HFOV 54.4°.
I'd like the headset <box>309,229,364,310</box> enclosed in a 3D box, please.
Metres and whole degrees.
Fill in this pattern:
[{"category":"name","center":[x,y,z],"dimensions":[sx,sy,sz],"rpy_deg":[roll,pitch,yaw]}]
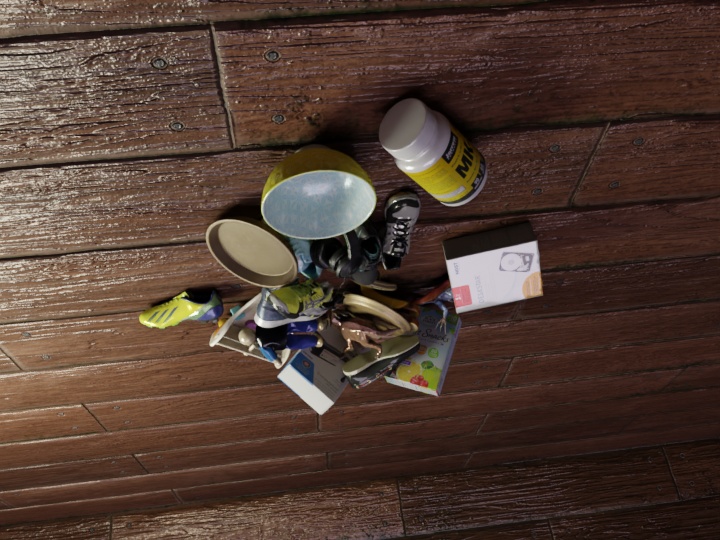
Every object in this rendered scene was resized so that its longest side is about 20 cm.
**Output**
[{"category":"headset","center":[-0.057,-0.020,1.391],"dimensions":[0.094,0.123,0.202],"rpy_deg":[-26,124,-33]}]

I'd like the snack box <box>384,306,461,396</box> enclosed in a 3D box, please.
[{"category":"snack box","center":[0.156,0.195,1.742],"dimensions":[0.141,0.201,0.053],"rpy_deg":[13,157,21]}]

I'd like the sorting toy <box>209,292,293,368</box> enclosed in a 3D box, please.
[{"category":"sorting toy","center":[-0.231,0.120,1.670],"dimensions":[0.199,0.107,0.180],"rpy_deg":[25,123,-35]}]

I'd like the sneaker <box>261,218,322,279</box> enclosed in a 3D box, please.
[{"category":"sneaker","center":[-0.129,-0.044,1.422],"dimensions":[0.073,0.083,0.200],"rpy_deg":[-23,147,22]}]

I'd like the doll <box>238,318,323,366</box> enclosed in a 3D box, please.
[{"category":"doll","center":[-0.186,0.155,1.634],"dimensions":[0.198,0.138,0.048],"rpy_deg":[1,-175,-26]}]

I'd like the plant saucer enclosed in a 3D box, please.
[{"category":"plant saucer","center":[-0.212,-0.039,1.392],"dimensions":[0.198,0.030,0.201],"rpy_deg":[15,144,11]}]

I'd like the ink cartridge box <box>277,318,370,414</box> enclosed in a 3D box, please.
[{"category":"ink cartridge box","center":[-0.086,0.229,1.741],"dimensions":[0.144,0.200,0.084],"rpy_deg":[40,137,-2]}]

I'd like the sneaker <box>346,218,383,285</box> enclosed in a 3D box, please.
[{"category":"sneaker","center":[0.007,-0.031,1.435],"dimensions":[0.075,0.079,0.201],"rpy_deg":[-27,139,-14]}]

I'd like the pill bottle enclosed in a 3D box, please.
[{"category":"pill bottle","center":[0.124,-0.200,1.191],"dimensions":[0.114,0.115,0.199],"rpy_deg":[-26,146,28]}]

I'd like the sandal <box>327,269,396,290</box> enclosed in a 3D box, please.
[{"category":"sandal","center":[0.000,0.000,1.557],"dimensions":[0.199,0.054,0.080],"rpy_deg":[23,173,-23]}]

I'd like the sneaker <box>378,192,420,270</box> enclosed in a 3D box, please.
[{"category":"sneaker","center":[0.082,-0.075,1.420],"dimensions":[0.075,0.088,0.201],"rpy_deg":[-1,148,-9]}]

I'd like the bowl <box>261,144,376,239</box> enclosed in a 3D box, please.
[{"category":"bowl","center":[-0.076,-0.153,1.224],"dimensions":[0.198,0.109,0.201],"rpy_deg":[-6,149,-4]}]

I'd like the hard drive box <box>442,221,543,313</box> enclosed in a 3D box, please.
[{"category":"hard drive box","center":[0.293,-0.004,1.552],"dimensions":[0.198,0.077,0.157],"rpy_deg":[-13,126,7]}]

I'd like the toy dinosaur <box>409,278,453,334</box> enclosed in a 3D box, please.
[{"category":"toy dinosaur","center":[0.203,0.043,1.701],"dimensions":[0.180,0.105,0.202],"rpy_deg":[-4,117,11]}]

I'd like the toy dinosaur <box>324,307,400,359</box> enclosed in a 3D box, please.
[{"category":"toy dinosaur","center":[-0.012,0.137,1.661],"dimensions":[0.198,0.086,0.136],"rpy_deg":[0,135,35]}]

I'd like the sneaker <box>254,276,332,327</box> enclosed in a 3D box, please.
[{"category":"sneaker","center":[-0.136,0.042,1.573],"dimensions":[0.201,0.077,0.147],"rpy_deg":[-16,136,-36]}]

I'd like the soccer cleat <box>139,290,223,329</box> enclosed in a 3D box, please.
[{"category":"soccer cleat","center":[-0.413,0.083,1.606],"dimensions":[0.198,0.065,0.084],"rpy_deg":[-7,121,5]}]

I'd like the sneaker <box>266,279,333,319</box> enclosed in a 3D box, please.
[{"category":"sneaker","center":[-0.125,0.050,1.454],"dimensions":[0.077,0.075,0.200],"rpy_deg":[-54,162,15]}]

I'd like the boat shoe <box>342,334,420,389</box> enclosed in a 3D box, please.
[{"category":"boat shoe","center":[0.056,0.218,1.689],"dimensions":[0.200,0.074,0.063],"rpy_deg":[-27,115,-3]}]

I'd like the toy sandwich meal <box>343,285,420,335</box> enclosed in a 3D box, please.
[{"category":"toy sandwich meal","center":[0.052,0.091,1.689],"dimensions":[0.204,0.071,0.205],"rpy_deg":[24,161,8]}]
